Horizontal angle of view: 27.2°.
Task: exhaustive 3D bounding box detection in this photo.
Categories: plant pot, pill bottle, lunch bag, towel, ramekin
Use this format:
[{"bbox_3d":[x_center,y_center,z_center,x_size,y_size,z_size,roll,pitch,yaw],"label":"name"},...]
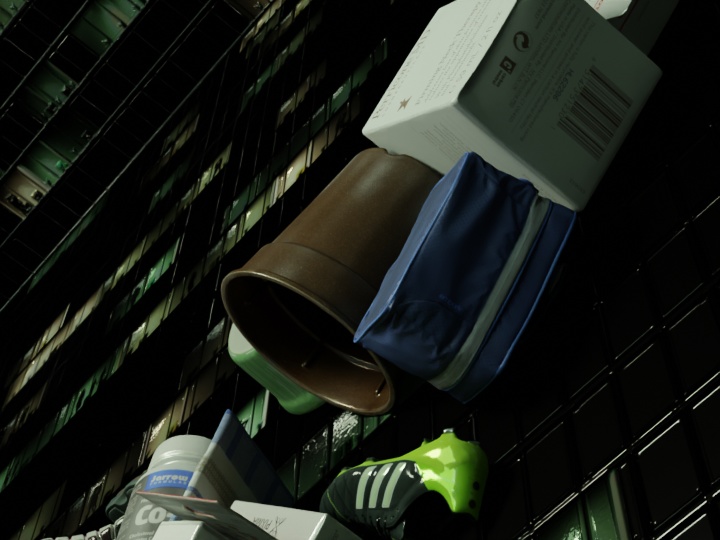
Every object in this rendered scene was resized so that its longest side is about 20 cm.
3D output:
[{"bbox_3d":[0.000,0.000,1.449,0.199,0.200,0.200,-54,17,-26],"label":"plant pot"},{"bbox_3d":[-0.188,0.270,1.511,0.114,0.114,0.201,-41,23,32],"label":"pill bottle"},{"bbox_3d":[0.100,0.006,1.278,0.201,0.132,0.136,-61,4,-19],"label":"lunch bag"},{"bbox_3d":[-0.131,0.250,1.376,0.024,0.147,0.201,-3,44,31],"label":"towel"},{"bbox_3d":[-0.055,0.047,1.616,0.200,0.098,0.200,-46,20,22],"label":"ramekin"}]

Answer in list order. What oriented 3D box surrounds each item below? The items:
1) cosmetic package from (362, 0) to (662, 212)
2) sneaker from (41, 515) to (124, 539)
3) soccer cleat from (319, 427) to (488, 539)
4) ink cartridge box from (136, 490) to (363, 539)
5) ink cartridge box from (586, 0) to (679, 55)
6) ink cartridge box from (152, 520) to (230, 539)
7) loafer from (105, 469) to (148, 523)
[{"bbox_3d":[0.140,-0.159,1.416,0.168,0.166,0.200,-59,18,-16],"label":"cosmetic package"},{"bbox_3d":[-0.295,0.328,1.657,0.199,0.076,0.116,-18,-15,2],"label":"sneaker"},{"bbox_3d":[0.028,0.194,1.220,0.200,0.067,0.081,-32,40,46],"label":"soccer cleat"},{"bbox_3d":[-0.077,0.217,1.244,0.045,0.176,0.200,-59,20,-19],"label":"ink cartridge box"},{"bbox_3d":[0.250,-0.257,1.482,0.116,0.068,0.200,-59,19,-17],"label":"ink cartridge box"},{"bbox_3d":[-0.140,0.329,1.240,0.085,0.145,0.201,-18,39,55],"label":"ink cartridge box"},{"bbox_3d":[-0.237,0.254,1.731,0.200,0.072,0.063,-29,24,54],"label":"loafer"}]
